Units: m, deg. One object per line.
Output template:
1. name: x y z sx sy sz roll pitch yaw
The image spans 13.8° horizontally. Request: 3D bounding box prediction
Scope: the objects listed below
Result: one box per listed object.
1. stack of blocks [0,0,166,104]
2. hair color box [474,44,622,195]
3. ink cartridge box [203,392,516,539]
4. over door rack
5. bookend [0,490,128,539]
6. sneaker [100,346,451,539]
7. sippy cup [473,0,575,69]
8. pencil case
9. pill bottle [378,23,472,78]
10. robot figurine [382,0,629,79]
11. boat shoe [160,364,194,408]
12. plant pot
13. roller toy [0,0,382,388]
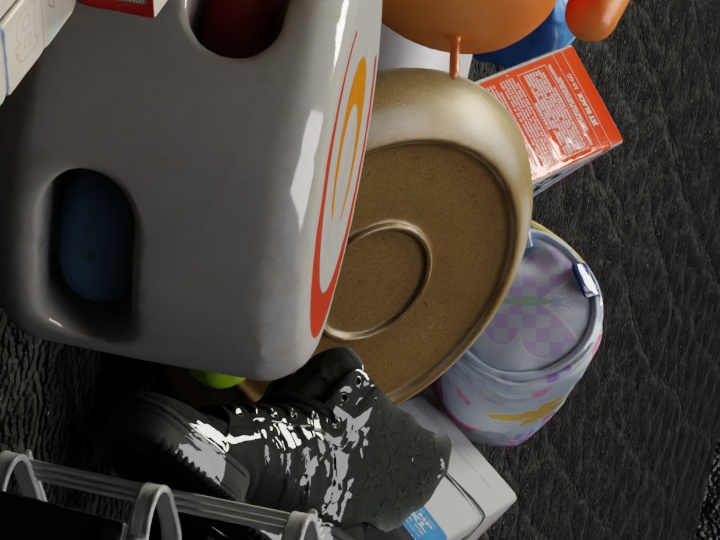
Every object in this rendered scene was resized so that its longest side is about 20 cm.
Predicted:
1. stack of blocks: -0.118 -0.127 1.007 0.200 0.114 0.059 -60 157 -47
2. hair color box: 0.032 -0.044 1.498 0.200 0.111 0.064 -23 83 -50
3. ink cartridge box: -0.015 0.147 1.527 0.145 0.084 0.200 -45 171 15
4. over door rack: -0.076 0.153 1.307 0.200 0.147 0.067 71 33 -61
5. bookend: -0.140 0.208 1.228 0.200 0.092 0.200 56 49 -70
6. sneaker: -0.034 0.074 1.324 0.200 0.060 0.105 42 60 -43
7. sippy cup: 0.103 -0.192 1.737 0.131 0.139 0.178 -55 130 -31
8. pencil case: 0.075 0.035 1.565 0.200 0.083 0.091 96 -30 -76
9. pill bottle: 0.024 -0.198 1.457 0.114 0.113 0.201 -12 114 -73
10. robot figurine: 0.060 -0.181 1.335 0.200 0.116 0.144 -55 139 -26
11. boat shoe: -0.054 -0.007 1.403 0.068 0.072 0.201 -70 168 -47
12. plant pot: 0.000 0.000 1.361 0.199 0.027 0.201 -21 134 -23
13. roller toy: -0.073 -0.058 1.174 0.182 0.139 0.201 33 68 -85
